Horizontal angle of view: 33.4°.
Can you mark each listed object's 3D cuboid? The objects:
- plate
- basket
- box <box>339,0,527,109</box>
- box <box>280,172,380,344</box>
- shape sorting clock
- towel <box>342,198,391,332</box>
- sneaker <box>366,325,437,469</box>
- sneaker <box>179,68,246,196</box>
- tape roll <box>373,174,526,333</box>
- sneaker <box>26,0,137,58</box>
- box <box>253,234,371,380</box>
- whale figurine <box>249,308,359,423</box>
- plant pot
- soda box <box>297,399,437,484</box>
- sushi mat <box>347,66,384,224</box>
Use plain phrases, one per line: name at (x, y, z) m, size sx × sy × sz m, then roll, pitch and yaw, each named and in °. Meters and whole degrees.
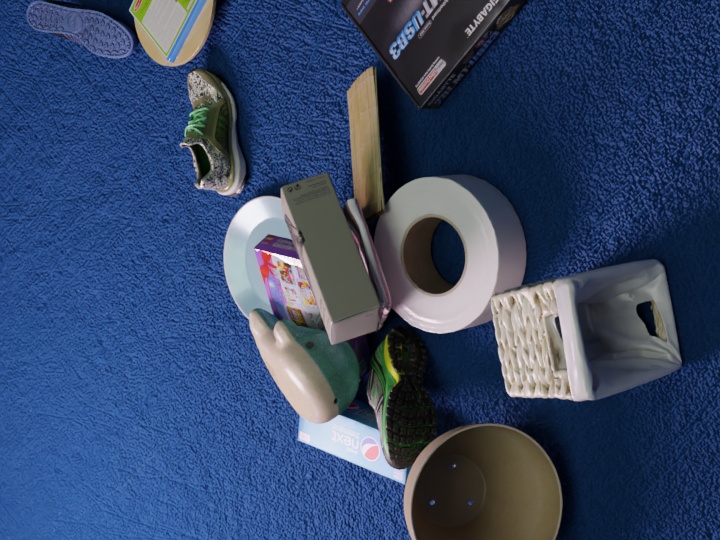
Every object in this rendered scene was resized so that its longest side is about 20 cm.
plate at (-0.125, -0.011, 1.778) m, size 0.199 × 0.025 × 0.202 m, roll 7°, pitch 101°, yaw 39°
basket at (0.257, 0.069, 1.370) m, size 0.123 × 0.199 × 0.137 m, roll -11°, pitch 89°, yaw 46°
box at (0.090, -0.347, 1.543) m, size 0.200 × 0.049 × 0.199 m, roll -48°, pitch 66°, yaw 34°
box at (-0.039, -0.016, 1.524) m, size 0.082 × 0.068 × 0.201 m, roll 92°, pitch 159°, yaw -65°
shape sorting clock at (-0.286, -0.416, 1.845) m, size 0.199 × 0.039 × 0.202 m, roll 7°, pitch 101°, yaw 40°
towel at (0.000, 0.000, 1.597) m, size 0.200 × 0.030 × 0.148 m, roll 108°, pitch 143°, yaw -76°
sneaker at (0.050, 0.178, 1.601) m, size 0.085 × 0.077 × 0.201 m, roll -50°, pitch 29°, yaw 43°
sneaker at (-0.233, -0.208, 1.798) m, size 0.077 × 0.088 × 0.202 m, roll -20°, pitch 83°, yaw 39°
tape roll at (0.112, -0.022, 1.553) m, size 0.201 × 0.071 × 0.205 m, roll 7°, pitch 101°, yaw 38°
sneaker at (-0.444, -0.400, 1.966) m, size 0.198 × 0.078 × 0.071 m, roll 22°, pitch 108°, yaw 13°
box at (-0.064, 0.052, 1.666) m, size 0.136 × 0.039 × 0.201 m, roll 14°, pitch 133°, yaw 34°
whale figurine at (-0.076, 0.116, 1.645) m, size 0.200 × 0.103 × 0.160 m, roll 41°, pitch 156°, yaw 44°
plant pot at (0.138, 0.288, 1.519) m, size 0.134 × 0.198 × 0.202 m, roll 176°, pitch 85°, yaw -75°
soda box at (0.007, 0.230, 1.673) m, size 0.199 × 0.068 × 0.065 m, roll 17°, pitch 108°, yaw 37°
sushi mat at (0.008, -0.164, 1.608) m, size 0.096 × 0.012 × 0.202 m, roll 150°, pitch 118°, yaw -67°
